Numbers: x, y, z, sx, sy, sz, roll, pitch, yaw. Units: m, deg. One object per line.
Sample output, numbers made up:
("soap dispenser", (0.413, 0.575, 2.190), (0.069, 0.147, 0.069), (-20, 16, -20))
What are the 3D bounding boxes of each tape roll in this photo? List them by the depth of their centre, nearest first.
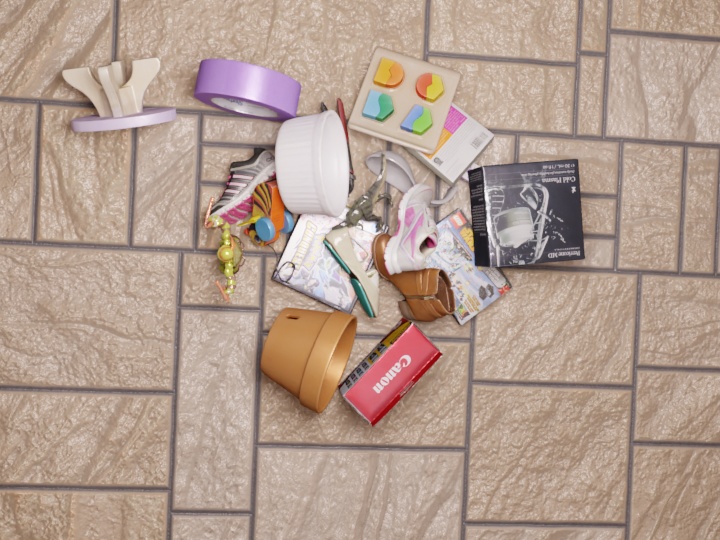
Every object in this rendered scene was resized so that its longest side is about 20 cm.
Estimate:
("tape roll", (-0.215, -0.343, 1.589), (0.198, 0.200, 0.066), (11, 90, -6))

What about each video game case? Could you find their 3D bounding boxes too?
("video game case", (-0.062, -0.037, 1.699), (0.179, 0.025, 0.202), (25, 88, -6))

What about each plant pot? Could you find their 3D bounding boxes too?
("plant pot", (-0.106, 0.161, 1.626), (0.139, 0.200, 0.202), (19, 89, 11))

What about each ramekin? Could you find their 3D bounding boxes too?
("ramekin", (-0.092, -0.201, 1.590), (0.096, 0.200, 0.203), (-2, 91, 14))

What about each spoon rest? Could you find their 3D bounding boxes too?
("spoon rest", (0.100, -0.183, 1.685), (0.198, 0.099, 0.061), (24, 73, -14))

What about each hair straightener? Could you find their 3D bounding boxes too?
("hair straightener", (-0.056, -0.245, 1.696), (0.076, 0.041, 0.202), (-10, 98, 9))

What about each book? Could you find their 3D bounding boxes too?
("book", (0.153, -0.283, 1.679), (0.200, 0.048, 0.134), (41, 82, 12))

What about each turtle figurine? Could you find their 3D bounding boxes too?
("turtle figurine", (-0.256, -0.042, 1.609), (0.064, 0.161, 0.203), (-11, 93, -5))

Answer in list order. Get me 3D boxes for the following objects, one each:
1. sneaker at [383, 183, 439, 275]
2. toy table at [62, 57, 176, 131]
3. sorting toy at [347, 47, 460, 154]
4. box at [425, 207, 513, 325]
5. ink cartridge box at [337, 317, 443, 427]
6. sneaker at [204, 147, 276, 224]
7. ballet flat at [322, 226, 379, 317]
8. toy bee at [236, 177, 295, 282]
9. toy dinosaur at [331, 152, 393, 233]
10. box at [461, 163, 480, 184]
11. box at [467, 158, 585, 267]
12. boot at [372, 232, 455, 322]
("sneaker", (0.115, -0.077, 1.607), (0.087, 0.082, 0.202), (8, 66, 22))
("toy table", (-0.461, -0.337, 1.587), (0.198, 0.184, 0.119), (-12, 109, -14))
("sorting toy", (0.089, -0.345, 1.660), (0.183, 0.037, 0.202), (19, 72, 5))
("box", (0.204, -0.008, 1.721), (0.136, 0.040, 0.201), (-35, 94, -4))
("ink cartridge box", (0.057, 0.197, 1.640), (0.084, 0.176, 0.200), (44, 86, -5))
("sneaker", (-0.240, -0.169, 1.656), (0.199, 0.074, 0.088), (-40, 72, 9))
("ballet flat", (0.000, 0.000, 1.654), (0.069, 0.069, 0.201), (-32, 108, -5))
("toy bee", (-0.194, -0.089, 1.636), (0.108, 0.130, 0.202), (20, 102, 38))
("toy dinosaur", (0.021, -0.129, 1.657), (0.088, 0.048, 0.201), (25, 106, -36))
("box", (0.288, -0.166, 1.727), (0.199, 0.041, 0.039), (30, 87, -7))
("box", (0.327, -0.113, 1.652), (0.197, 0.124, 0.199), (-5, 94, -6))
("boot", (0.111, 0.007, 1.649), (0.073, 0.154, 0.201), (-32, 100, -28))
